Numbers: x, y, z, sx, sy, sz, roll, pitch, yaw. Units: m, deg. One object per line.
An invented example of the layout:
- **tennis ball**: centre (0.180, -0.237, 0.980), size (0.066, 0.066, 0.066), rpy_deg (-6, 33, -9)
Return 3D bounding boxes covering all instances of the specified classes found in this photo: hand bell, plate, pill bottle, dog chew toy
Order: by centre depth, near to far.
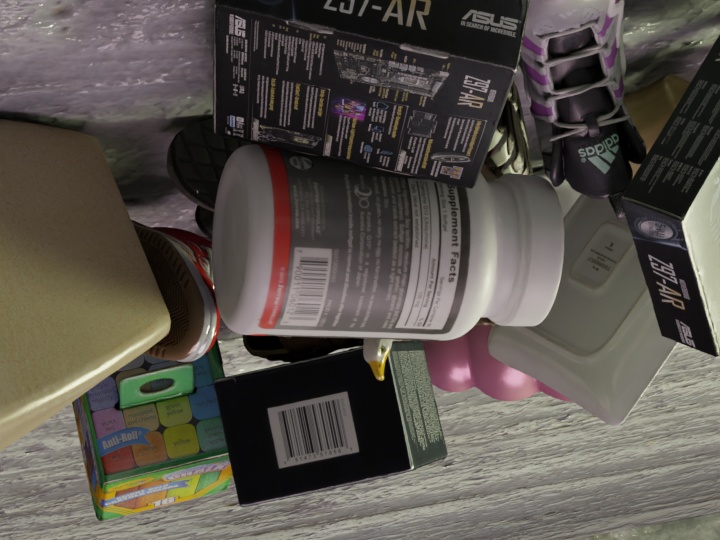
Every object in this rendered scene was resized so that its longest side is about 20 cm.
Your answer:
- **pill bottle**: centre (0.016, -0.015, 1.381), size (0.199, 0.117, 0.116), rpy_deg (2, 161, -17)
- **hand bell**: centre (0.251, -0.128, 1.513), size (0.200, 0.105, 0.104), rpy_deg (-35, 157, 25)
- **plate**: centre (0.183, -0.003, 1.611), size (0.032, 0.201, 0.199), rpy_deg (37, 177, -27)
- **dog chew toy**: centre (0.144, 0.062, 2.010), size (0.198, 0.125, 0.125), rpy_deg (-8, 166, 7)

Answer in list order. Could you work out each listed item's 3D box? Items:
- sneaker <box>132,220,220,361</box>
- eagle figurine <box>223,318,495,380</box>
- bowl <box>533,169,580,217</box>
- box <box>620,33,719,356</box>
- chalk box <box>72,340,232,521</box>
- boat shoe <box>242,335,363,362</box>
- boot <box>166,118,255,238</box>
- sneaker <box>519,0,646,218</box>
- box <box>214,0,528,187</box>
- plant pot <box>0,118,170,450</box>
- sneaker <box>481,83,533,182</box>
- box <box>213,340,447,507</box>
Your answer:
- **sneaker**: centre (-0.116, 0.014, 1.476), size (0.112, 0.072, 0.200), rpy_deg (21, -170, -37)
- **eagle figurine**: centre (0.001, 0.006, 1.649), size (0.199, 0.151, 0.152), rpy_deg (19, 121, -33)
- **bowl**: centre (0.148, -0.010, 1.797), size (0.200, 0.091, 0.201), rpy_deg (-14, 165, -4)
- **box**: centre (0.240, -0.071, 1.407), size (0.043, 0.201, 0.161), rpy_deg (21, 156, 29)
- **chalk box**: centre (-0.175, 0.123, 1.910), size (0.124, 0.125, 0.200), rpy_deg (-11, 165, -11)
- **boat shoe**: centre (-0.041, 0.039, 1.829), size (0.068, 0.072, 0.200), rpy_deg (-9, 164, -22)
- **boot**: centre (-0.073, -0.048, 1.507), size (0.199, 0.070, 0.131), rpy_deg (7, 162, -40)
- **sneaker**: centre (0.138, -0.100, 1.354), size (0.077, 0.141, 0.200), rpy_deg (-15, 166, 7)
- **box**: centre (0.000, -0.111, 1.237), size (0.159, 0.044, 0.200), rpy_deg (12, 164, 0)
- **plant pot**: centre (-0.237, 0.016, 1.370), size (0.176, 0.201, 0.200), rpy_deg (-18, 170, -39)
- **sneaker**: centre (0.036, -0.098, 1.433), size (0.115, 0.076, 0.200), rpy_deg (-13, 155, 16)
- **box**: centre (-0.020, 0.124, 1.868), size (0.147, 0.108, 0.200), rpy_deg (-13, 176, 9)
